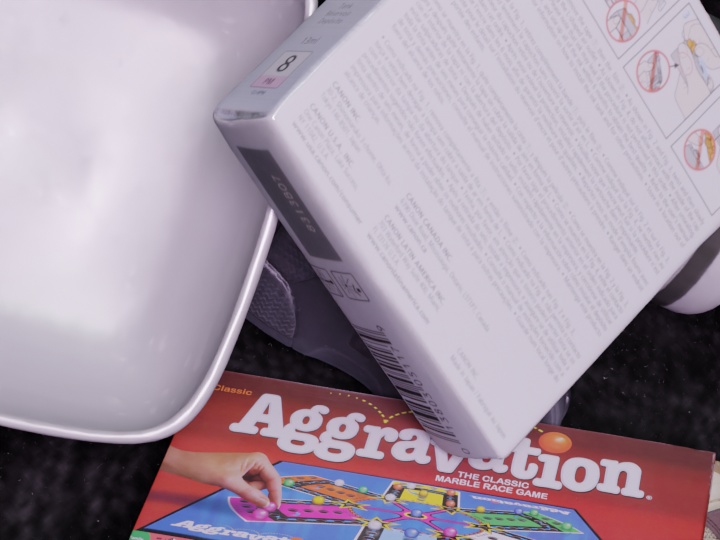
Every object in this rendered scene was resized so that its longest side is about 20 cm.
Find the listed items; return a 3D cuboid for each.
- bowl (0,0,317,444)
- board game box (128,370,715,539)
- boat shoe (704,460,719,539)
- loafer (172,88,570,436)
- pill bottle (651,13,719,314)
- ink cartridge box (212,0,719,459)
[{"bbox_3d":[-0.123,-0.047,0.869,0.198,0.075,0.202,16,87,1],"label":"bowl"},{"bbox_3d":[0.025,0.088,0.866,0.198,0.020,0.103,9,36,9],"label":"board game box"},{"bbox_3d":[0.071,0.134,0.900,0.199,0.072,0.065,-22,73,-30],"label":"boat shoe"},{"bbox_3d":[0.000,0.000,0.939,0.200,0.072,0.063,41,25,3],"label":"loafer"},{"bbox_3d":[0.112,-0.053,0.962,0.199,0.114,0.115,25,64,-8],"label":"pill bottle"},{"bbox_3d":[0.064,-0.057,0.862,0.200,0.057,0.163,-47,118,-23],"label":"ink cartridge box"}]
